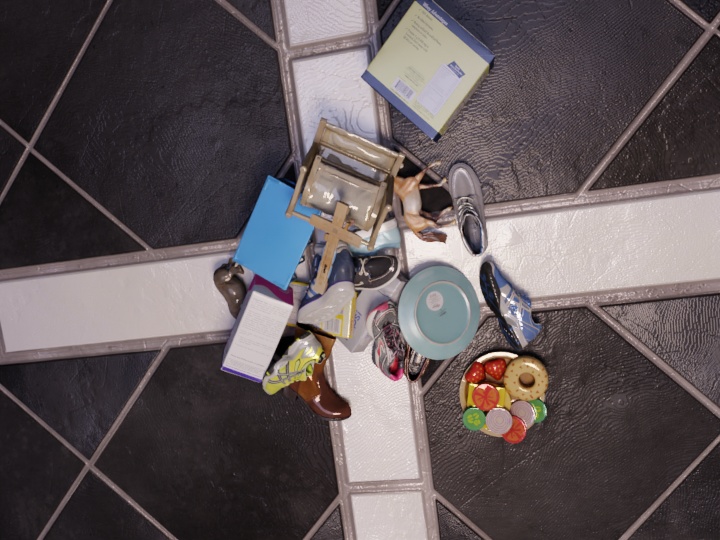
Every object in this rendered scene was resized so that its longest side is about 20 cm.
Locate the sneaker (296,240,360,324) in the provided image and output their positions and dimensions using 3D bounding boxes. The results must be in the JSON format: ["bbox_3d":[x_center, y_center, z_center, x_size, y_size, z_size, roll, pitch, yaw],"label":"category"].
[{"bbox_3d":[-0.079,0.016,1.397,0.199,0.079,0.150,-39,51,46],"label":"sneaker"}]

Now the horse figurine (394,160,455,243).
[{"bbox_3d":[0.133,-0.147,1.408,0.129,0.050,0.205,-14,96,11],"label":"horse figurine"}]

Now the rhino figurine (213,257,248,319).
[{"bbox_3d":[-0.276,0.070,1.510,0.086,0.060,0.204,-25,99,11],"label":"rhino figurine"}]

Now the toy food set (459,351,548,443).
[{"bbox_3d":[0.319,0.283,1.440,0.194,0.049,0.204,5,99,9],"label":"toy food set"}]

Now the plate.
[{"bbox_3d":[0.176,0.092,1.405,0.194,0.026,0.207,0,89,-16],"label":"plate"}]

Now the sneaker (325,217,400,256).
[{"bbox_3d":[-0.002,-0.049,1.437,0.195,0.074,0.084,-18,99,17],"label":"sneaker"}]

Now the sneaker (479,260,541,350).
[{"bbox_3d":[0.323,0.067,1.404,0.076,0.076,0.204,-27,93,-9],"label":"sneaker"}]

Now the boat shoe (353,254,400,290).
[{"bbox_3d":[0.000,0.000,1.404,0.197,0.060,0.076,-9,64,43],"label":"boat shoe"}]

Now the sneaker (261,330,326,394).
[{"bbox_3d":[-0.152,0.222,1.428,0.077,0.075,0.201,45,124,7],"label":"sneaker"}]

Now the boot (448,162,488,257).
[{"bbox_3d":[0.233,-0.129,1.369,0.072,0.096,0.205,-16,95,12],"label":"boot"}]

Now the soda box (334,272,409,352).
[{"bbox_3d":[0.025,0.086,1.447,0.068,0.063,0.202,41,104,24],"label":"soda box"}]

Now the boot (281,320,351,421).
[{"bbox_3d":[-0.083,0.229,1.477,0.185,0.068,0.204,28,119,18],"label":"boot"}]

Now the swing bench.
[{"bbox_3d":[-0.028,-0.180,1.326,0.195,0.203,0.131,22,133,-6],"label":"swing bench"}]

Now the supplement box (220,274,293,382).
[{"bbox_3d":[-0.231,0.129,1.449,0.101,0.102,0.204,20,108,-14],"label":"supplement box"}]

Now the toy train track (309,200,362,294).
[{"bbox_3d":[-0.055,-0.046,1.277,0.113,0.033,0.204,25,119,13],"label":"toy train track"}]

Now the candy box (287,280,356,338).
[{"bbox_3d":[-0.100,0.085,1.462,0.196,0.026,0.105,9,95,30],"label":"candy box"}]

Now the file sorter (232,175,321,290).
[{"bbox_3d":[-0.169,-0.088,1.435,0.136,0.123,0.204,28,102,5],"label":"file sorter"}]

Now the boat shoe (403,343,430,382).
[{"bbox_3d":[0.142,0.152,1.442,0.068,0.070,0.206,12,99,6],"label":"boat shoe"}]

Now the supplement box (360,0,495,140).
[{"bbox_3d":[0.141,-0.410,1.324,0.199,0.134,0.201,40,103,2],"label":"supplement box"}]

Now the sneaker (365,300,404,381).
[{"bbox_3d":[0.065,0.153,1.412,0.079,0.075,0.204,-25,130,-18],"label":"sneaker"}]
